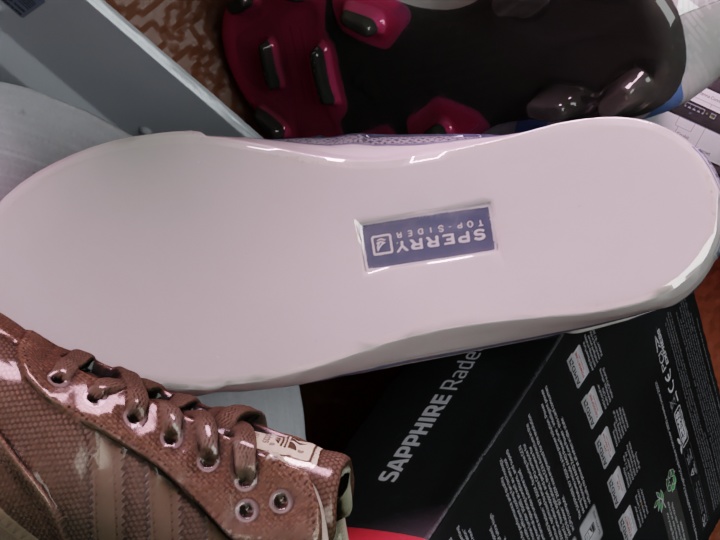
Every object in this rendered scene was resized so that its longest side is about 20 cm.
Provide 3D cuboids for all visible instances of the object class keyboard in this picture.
[{"bbox_3d":[-0.107,-0.082,0.824,0.200,0.056,0.011,40,45,-21],"label":"keyboard"}]

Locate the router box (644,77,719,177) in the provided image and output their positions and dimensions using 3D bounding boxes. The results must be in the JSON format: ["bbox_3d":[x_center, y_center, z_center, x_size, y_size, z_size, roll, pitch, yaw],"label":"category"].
[{"bbox_3d":[0.169,-0.064,0.902,0.149,0.051,0.200,-59,149,-4],"label":"router box"}]

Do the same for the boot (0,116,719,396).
[{"bbox_3d":[0.000,0.000,0.780,0.199,0.090,0.073,-2,82,3],"label":"boot"}]

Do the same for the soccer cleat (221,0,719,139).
[{"bbox_3d":[0.044,-0.071,0.831,0.086,0.200,0.070,-27,108,-37],"label":"soccer cleat"}]

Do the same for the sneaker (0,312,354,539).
[{"bbox_3d":[-0.042,0.058,0.717,0.200,0.070,0.076,44,101,-4],"label":"sneaker"}]

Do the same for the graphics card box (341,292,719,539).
[{"bbox_3d":[0.049,0.075,0.844,0.200,0.051,0.126,-53,134,-42],"label":"graphics card box"}]

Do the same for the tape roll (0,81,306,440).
[{"bbox_3d":[-0.117,0.050,0.781,0.200,0.066,0.201,7,71,-22],"label":"tape roll"}]
